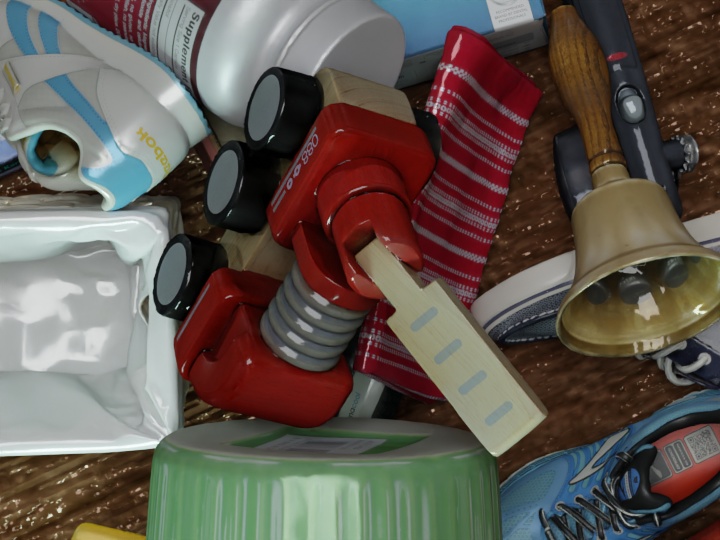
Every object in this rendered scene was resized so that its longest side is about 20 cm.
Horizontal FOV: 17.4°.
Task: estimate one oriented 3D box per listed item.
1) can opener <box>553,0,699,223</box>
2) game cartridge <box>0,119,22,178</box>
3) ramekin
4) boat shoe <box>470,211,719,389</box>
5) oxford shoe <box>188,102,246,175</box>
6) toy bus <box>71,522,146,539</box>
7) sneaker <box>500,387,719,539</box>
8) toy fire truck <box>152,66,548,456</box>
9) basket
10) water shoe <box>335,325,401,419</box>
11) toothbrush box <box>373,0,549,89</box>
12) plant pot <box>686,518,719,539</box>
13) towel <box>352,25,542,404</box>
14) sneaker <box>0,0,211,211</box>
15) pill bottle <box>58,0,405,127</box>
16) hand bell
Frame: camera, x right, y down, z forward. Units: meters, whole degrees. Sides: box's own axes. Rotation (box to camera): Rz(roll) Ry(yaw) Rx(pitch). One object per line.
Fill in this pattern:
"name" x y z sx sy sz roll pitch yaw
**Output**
"can opener" 0.146 -0.114 1.377 0.078 0.063 0.201 -9 81 -11
"game cartridge" -0.216 -0.126 1.423 0.199 0.038 0.130 -25 78 1
"ramekin" -0.019 0.134 1.216 0.199 0.200 0.098 1 94 4
"boat shoe" 0.169 0.030 1.352 0.199 0.075 0.093 -17 75 1
"oxford shoe" -0.055 -0.066 1.354 0.075 0.071 0.200 -32 75 -13
"toy bus" -0.151 0.249 1.348 0.065 0.078 0.201 12 84 6
"sneaker" 0.143 0.124 1.336 0.199 0.090 0.079 -33 82 1
"toy fire truck" -0.004 0.023 1.191 0.128 0.200 0.176 16 123 -27
"basket" -0.194 0.027 1.344 0.199 0.123 0.136 -1 99 5
"water shoe" 0.000 0.000 1.372 0.078 0.072 0.201 14 82 12
"toothbrush box" 0.016 -0.214 1.388 0.146 0.085 0.201 -17 83 4
"plant pot" 0.191 0.241 1.276 0.176 0.200 0.201 -25 82 12
"towel" 0.051 -0.028 1.335 0.022 0.145 0.201 14 84 22
"sneaker" -0.175 -0.098 1.321 0.081 0.077 0.200 -46 44 -17
"pill bottle" -0.075 -0.151 1.301 0.200 0.113 0.113 36 87 27
"hand bell" 0.135 -0.064 1.314 0.104 0.104 0.201 -15 60 2
